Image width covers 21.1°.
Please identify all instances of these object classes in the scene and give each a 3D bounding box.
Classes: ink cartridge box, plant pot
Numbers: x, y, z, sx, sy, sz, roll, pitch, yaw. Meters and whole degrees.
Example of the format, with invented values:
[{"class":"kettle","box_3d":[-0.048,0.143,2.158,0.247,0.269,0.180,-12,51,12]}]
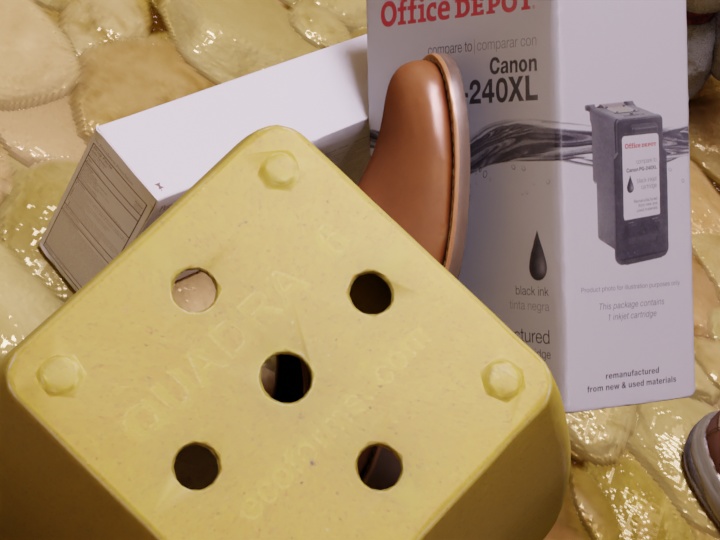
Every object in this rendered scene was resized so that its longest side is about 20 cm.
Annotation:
[{"class":"ink cartridge box","box_3d":[0.074,-0.044,0.884,0.083,0.145,0.202,-4,94,-35]},{"class":"plant pot","box_3d":[-0.037,0.067,0.702,0.200,0.177,0.200,43,68,7]}]

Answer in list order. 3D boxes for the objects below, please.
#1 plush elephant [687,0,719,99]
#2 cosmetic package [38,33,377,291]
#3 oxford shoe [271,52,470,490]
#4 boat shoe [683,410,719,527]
[{"class":"plush elephant","box_3d":[0.187,-0.177,1.139,0.164,0.155,0.201,28,42,-9]},{"class":"cosmetic package","box_3d":[-0.054,-0.052,0.921,0.199,0.083,0.051,-25,69,-46]},{"class":"oxford shoe","box_3d":[0.000,0.000,0.844,0.071,0.201,0.071,12,6,-19]},{"class":"boat shoe","box_3d":[0.238,0.141,0.950,0.075,0.072,0.200,-19,65,-43]}]
